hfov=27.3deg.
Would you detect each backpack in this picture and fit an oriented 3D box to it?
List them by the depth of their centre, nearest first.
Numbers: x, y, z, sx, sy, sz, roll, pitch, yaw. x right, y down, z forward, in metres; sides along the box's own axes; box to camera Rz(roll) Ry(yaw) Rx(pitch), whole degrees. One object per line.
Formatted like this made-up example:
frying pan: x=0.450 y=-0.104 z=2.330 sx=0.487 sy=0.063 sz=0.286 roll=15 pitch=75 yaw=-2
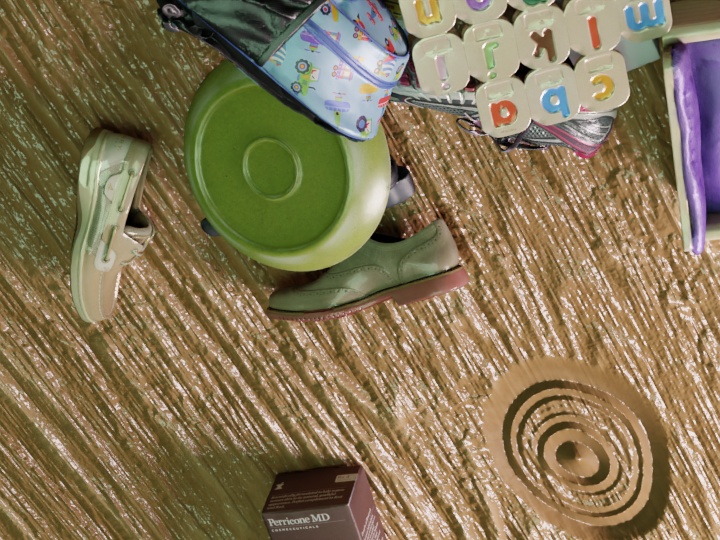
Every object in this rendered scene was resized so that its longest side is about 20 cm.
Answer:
backpack: x=-0.039 y=-0.200 z=1.123 sx=0.200 sy=0.183 sz=0.135 roll=38 pitch=107 yaw=-17

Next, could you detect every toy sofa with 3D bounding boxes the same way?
toy sofa: x=0.293 y=-0.115 z=1.197 sx=0.082 sy=0.098 sz=0.201 roll=-6 pitch=123 yaw=13

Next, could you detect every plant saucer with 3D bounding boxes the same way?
plant saucer: x=-0.071 y=-0.090 z=1.264 sx=0.199 sy=0.031 sz=0.201 roll=9 pitch=112 yaw=22

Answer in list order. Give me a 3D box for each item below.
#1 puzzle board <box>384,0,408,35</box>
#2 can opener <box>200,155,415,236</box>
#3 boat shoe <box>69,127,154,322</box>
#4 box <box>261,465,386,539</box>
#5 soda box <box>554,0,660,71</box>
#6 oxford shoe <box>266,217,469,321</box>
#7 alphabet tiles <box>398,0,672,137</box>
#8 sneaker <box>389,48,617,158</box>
puzzle board: x=-0.052 y=-0.241 z=1.217 sx=0.199 sy=0.017 sz=0.151 roll=14 pitch=126 yaw=1
can opener: x=-0.053 y=-0.064 z=1.314 sx=0.199 sy=0.064 sz=0.079 roll=-13 pitch=122 yaw=18
boat shoe: x=-0.225 y=-0.034 z=1.363 sx=0.065 sy=0.072 sz=0.201 roll=12 pitch=121 yaw=3
box: x=-0.023 y=0.308 z=1.553 sx=0.100 sy=0.075 sz=0.201 roll=-10 pitch=115 yaw=18
soda box: x=0.164 y=-0.247 z=1.147 sx=0.068 sy=0.064 sz=0.200 roll=-20 pitch=119 yaw=22
oxford shoe: x=0.000 y=0.000 z=1.362 sx=0.199 sy=0.070 sz=0.075 roll=-13 pitch=95 yaw=20
alphabet tiles: x=0.132 y=-0.201 z=1.121 sx=0.199 sy=0.015 sz=0.196 roll=-14 pitch=120 yaw=5
sneaker: x=0.112 y=-0.136 z=1.224 sx=0.199 sy=0.081 sz=0.075 roll=10 pitch=128 yaw=2
